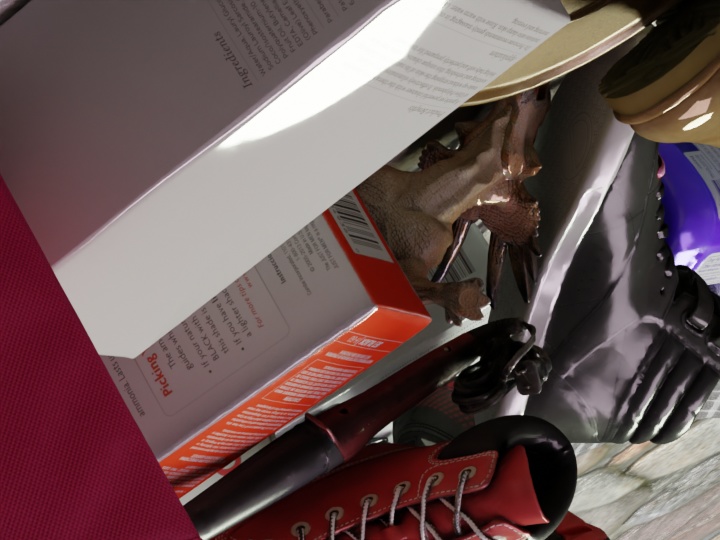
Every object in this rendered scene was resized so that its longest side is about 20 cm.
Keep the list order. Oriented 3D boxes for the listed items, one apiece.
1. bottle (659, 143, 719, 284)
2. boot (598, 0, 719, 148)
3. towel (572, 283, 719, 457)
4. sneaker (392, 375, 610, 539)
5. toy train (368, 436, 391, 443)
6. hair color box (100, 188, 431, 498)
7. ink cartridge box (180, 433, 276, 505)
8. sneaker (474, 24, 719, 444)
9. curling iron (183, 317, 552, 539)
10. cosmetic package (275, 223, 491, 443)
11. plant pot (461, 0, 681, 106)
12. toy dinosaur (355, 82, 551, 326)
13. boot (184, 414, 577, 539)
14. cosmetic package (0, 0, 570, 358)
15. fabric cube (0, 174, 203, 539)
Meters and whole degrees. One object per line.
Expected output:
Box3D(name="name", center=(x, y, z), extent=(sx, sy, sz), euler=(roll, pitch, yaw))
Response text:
Box3D(name="bottle", center=(0.173, -0.037, 1.337), extent=(0.200, 0.084, 0.065), euler=(-8, 143, -51))
Box3D(name="boot", center=(0.186, -0.022, 1.114), extent=(0.066, 0.200, 0.175), euler=(-32, -174, 27))
Box3D(name="towel", center=(0.154, 0.032, 1.492), extent=(0.165, 0.086, 0.200), euler=(-23, 161, -21))
Box3D(name="sneaker", center=(0.047, 0.115, 1.244), extent=(0.098, 0.201, 0.071), euler=(-11, 127, -20))
Box3D(name="toy train", center=(0.004, 0.103, 1.365), extent=(0.046, 0.034, 0.200), euler=(-30, 164, 13))
Box3D(name="hair color box", center=(-0.084, 0.031, 1.078), extent=(0.200, 0.102, 0.061), euler=(-34, 163, 15))
Box3D(name="ink cartridge box", center=(-0.122, 0.132, 1.219), extent=(0.200, 0.084, 0.145), euler=(-27, 126, -9))
Box3D(name="sneaker", center=(0.120, -0.011, 1.214), extent=(0.099, 0.071, 0.201), euler=(9, 114, -14))
Box3D(name="curling iron", center=(-0.006, 0.064, 1.096), extent=(0.200, 0.026, 0.050), euler=(-25, -164, -28))
Box3D(name="cosmetic package", center=(-0.014, 0.058, 1.351), extent=(0.200, 0.052, 0.151), euler=(-31, 165, 2))
Box3D(name="plant pot", center=(0.082, -0.118, 1.062), extent=(0.200, 0.028, 0.200), euler=(-28, 162, -10))
Box3D(name="toy dinosaur", center=(0.000, 0.000, 1.171), extent=(0.200, 0.086, 0.136), euler=(-28, 176, 18))
Box3D(name="boot", center=(-0.010, 0.110, 1.097), extent=(0.144, 0.073, 0.200), euler=(-16, -171, 47))
Box3D(name="cosmetic package", center=(-0.046, -0.060, 0.917), extent=(0.200, 0.085, 0.108), euler=(-35, 161, 18))
Box3D(name="fabric cube", center=(-0.201, 0.070, 0.836), extent=(0.200, 0.200, 0.196), euler=(-17, 159, -37))
